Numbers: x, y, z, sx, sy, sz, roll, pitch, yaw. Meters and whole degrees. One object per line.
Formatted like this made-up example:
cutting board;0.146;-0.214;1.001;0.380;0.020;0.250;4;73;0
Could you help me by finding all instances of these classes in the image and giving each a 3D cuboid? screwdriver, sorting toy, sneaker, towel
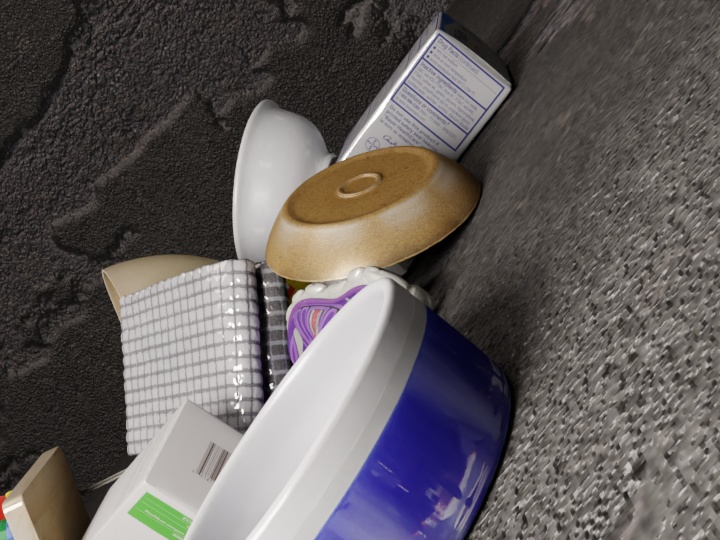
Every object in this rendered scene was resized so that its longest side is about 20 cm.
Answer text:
screwdriver;-0.208;0.182;0.885;0.029;0.028;0.199;-5;-19;-40
sorting toy;-0.281;0.283;0.869;0.069;0.202;0.200;-21;4;-7
sneaker;-0.019;0.057;0.749;0.084;0.080;0.200;-63;12;-23
towel;-0.139;0.090;0.891;0.198;0.085;0.169;-18;74;45

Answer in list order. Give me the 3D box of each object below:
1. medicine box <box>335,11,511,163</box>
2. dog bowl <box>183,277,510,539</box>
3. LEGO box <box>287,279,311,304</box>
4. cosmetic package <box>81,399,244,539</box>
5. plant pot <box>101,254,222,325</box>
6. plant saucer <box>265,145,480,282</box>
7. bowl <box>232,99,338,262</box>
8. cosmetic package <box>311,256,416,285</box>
medicine box;0.067;-0.172;1.082;0.201;0.102;0.183;-51;9;19
dog bowl;-0.014;0.108;0.494;0.201;0.078;0.200;-53;8;10
LEGO box;-0.088;0.030;1.241;0.149;0.077;0.201;-45;12;45
cosmetic package;-0.151;0.203;0.795;0.200;0.107;0.085;-48;13;44
plant pot;-0.187;0.063;1.083;0.133;0.203;0.200;-27;0;-18
plant saucer;0.004;-0.060;0.835;0.197;0.036;0.201;-16;27;8
bowl;-0.075;-0.090;1.114;0.201;0.089;0.205;7;-90;-79
cosmetic package;0.000;0.000;0.949;0.083;0.050;0.200;-53;6;-35
